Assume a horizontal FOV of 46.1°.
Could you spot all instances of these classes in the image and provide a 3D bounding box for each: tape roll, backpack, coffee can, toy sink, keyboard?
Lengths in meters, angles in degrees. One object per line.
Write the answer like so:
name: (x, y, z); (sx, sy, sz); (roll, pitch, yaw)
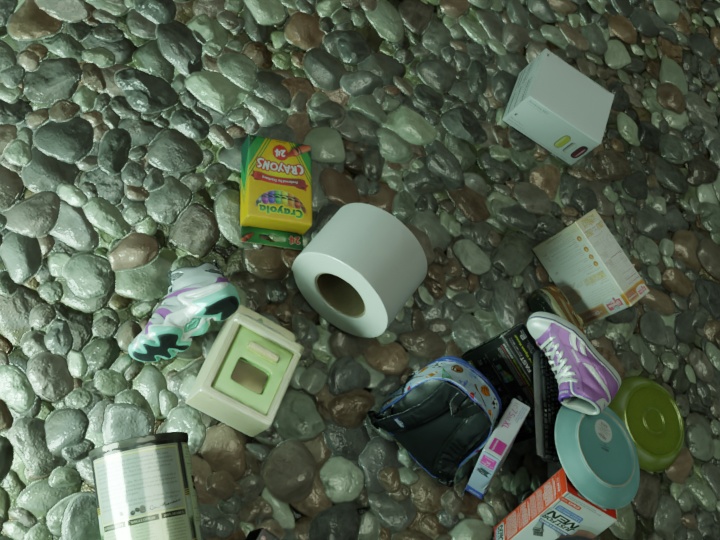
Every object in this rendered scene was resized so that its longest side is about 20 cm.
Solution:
tape roll: (0.000, 0.000, 1.494); (0.203, 0.203, 0.139); (43, 59, -4)
backpack: (0.150, 0.246, 1.475); (0.200, 0.190, 0.154); (41, 42, -6)
coffee can: (-0.310, 0.352, 1.237); (0.146, 0.146, 0.201); (-5, 72, -27)
toy sink: (-0.180, 0.150, 1.400); (0.130, 0.112, 0.201); (30, 60, -12)
keyboard: (0.362, 0.245, 1.498); (0.127, 0.021, 0.201); (14, 63, -22)

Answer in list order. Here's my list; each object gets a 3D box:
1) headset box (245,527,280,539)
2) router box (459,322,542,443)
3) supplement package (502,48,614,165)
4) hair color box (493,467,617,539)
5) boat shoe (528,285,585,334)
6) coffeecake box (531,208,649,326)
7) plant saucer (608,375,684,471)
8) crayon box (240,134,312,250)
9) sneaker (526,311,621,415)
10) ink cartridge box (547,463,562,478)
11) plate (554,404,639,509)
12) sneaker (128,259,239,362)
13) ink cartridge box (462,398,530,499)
headset box: (-0.119, 0.519, 1.304); (0.200, 0.077, 0.149); (37, 59, -6)
router box: (0.293, 0.213, 1.579); (0.062, 0.150, 0.200); (-28, 84, -33)
supplement package: (0.448, -0.367, 1.907); (0.199, 0.111, 0.156); (30, 60, -12)
hair color box: (0.337, 0.444, 1.478); (0.111, 0.200, 0.064); (30, 32, -12)
boat shoe: (0.426, 0.117, 1.727); (0.074, 0.076, 0.201); (-24, 83, -34)
coffeecake box: (0.473, -0.002, 1.749); (0.073, 0.153, 0.200); (-30, 85, -31)
plant saucer: (0.602, 0.314, 1.758); (0.199, 0.031, 0.201); (10, 66, -23)
crayon box: (-0.155, -0.144, 1.565); (0.126, 0.051, 0.201); (6, 68, -24)
sneaker: (0.356, 0.165, 1.472); (0.200, 0.073, 0.114); (42, 52, 10)
ink cartridge box: (0.414, 0.311, 1.665); (0.099, 0.039, 0.201); (10, 65, -21)
plate: (0.418, 0.309, 1.462); (0.199, 0.026, 0.201); (17, 55, -26)
sneaker: (-0.307, 0.055, 1.403); (0.199, 0.078, 0.140); (-30, 52, -5)
ink cartridge box: (0.236, 0.321, 1.483); (0.042, 0.200, 0.119); (30, 56, 14)
